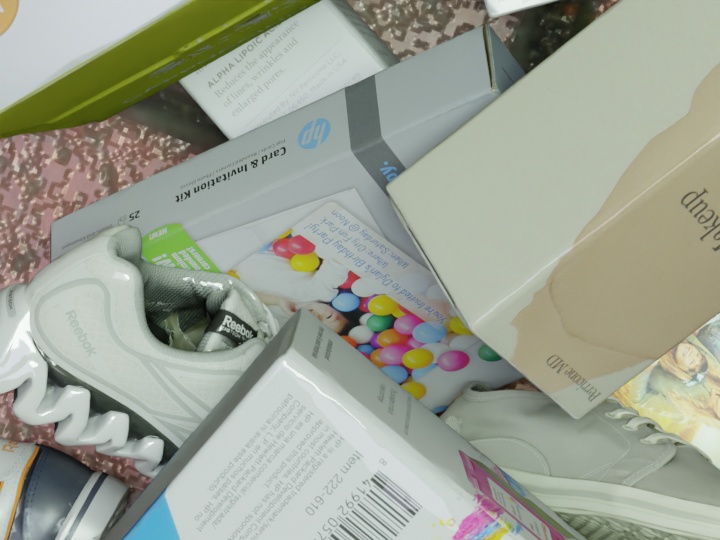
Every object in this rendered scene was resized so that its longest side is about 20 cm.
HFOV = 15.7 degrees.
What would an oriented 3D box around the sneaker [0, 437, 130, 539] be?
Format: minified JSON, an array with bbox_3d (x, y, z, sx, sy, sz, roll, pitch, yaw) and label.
[{"bbox_3d":[-0.177,0.165,1.116,0.079,0.078,0.200,27,81,0],"label":"sneaker"}]

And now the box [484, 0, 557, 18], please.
[{"bbox_3d":[0.066,-0.124,1.029,0.041,0.200,0.039,-14,95,7],"label":"box"}]

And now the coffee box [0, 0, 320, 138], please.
[{"bbox_3d":[-0.085,-0.177,0.940,0.199,0.200,0.198,-28,90,11],"label":"coffee box"}]

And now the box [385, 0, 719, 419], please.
[{"bbox_3d":[0.119,-0.047,0.936,0.200,0.095,0.078,-39,51,11],"label":"box"}]

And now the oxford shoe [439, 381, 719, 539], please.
[{"bbox_3d":[0.103,0.079,1.011,0.200,0.075,0.058,11,71,42],"label":"oxford shoe"}]

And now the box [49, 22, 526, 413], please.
[{"bbox_3d":[0.000,0.000,1.046,0.200,0.156,0.041,-22,45,19],"label":"box"}]

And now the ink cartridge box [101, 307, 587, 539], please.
[{"bbox_3d":[0.007,0.136,0.958,0.200,0.085,0.145,40,100,-4],"label":"ink cartridge box"}]

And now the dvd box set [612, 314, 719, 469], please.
[{"bbox_3d":[0.168,0.029,1.105,0.200,0.029,0.146,41,93,5],"label":"dvd box set"}]

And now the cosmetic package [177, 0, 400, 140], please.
[{"bbox_3d":[-0.063,-0.122,1.093,0.074,0.102,0.200,-43,85,6],"label":"cosmetic package"}]

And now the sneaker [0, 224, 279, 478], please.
[{"bbox_3d":[-0.051,0.051,1.019,0.200,0.075,0.081,32,118,-34],"label":"sneaker"}]
